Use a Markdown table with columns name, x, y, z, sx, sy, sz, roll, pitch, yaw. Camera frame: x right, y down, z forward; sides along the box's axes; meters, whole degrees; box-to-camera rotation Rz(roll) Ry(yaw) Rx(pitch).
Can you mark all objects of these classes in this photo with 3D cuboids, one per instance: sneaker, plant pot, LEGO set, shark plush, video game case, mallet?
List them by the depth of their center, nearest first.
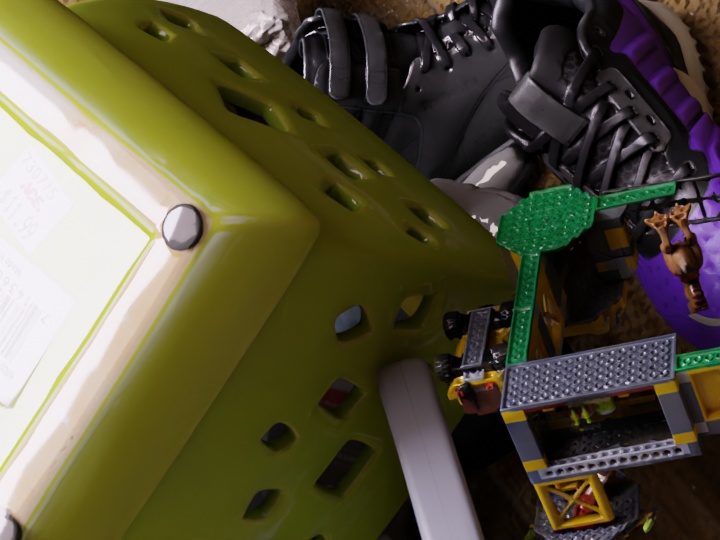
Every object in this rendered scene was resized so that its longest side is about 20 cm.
| name | x | y | z | sx | sy | sz | roll | pitch | yaw |
| --- | --- | --- | --- | --- | --- | --- | --- | --- | --- |
| LEGO set | 0.136 | 0.041 | 0.772 | 0.199 | 0.116 | 0.154 | -16 | 35 | 13 |
| video game case | 0.052 | 0.160 | 0.793 | 0.022 | 0.183 | 0.201 | -17 | 46 | 0 |
| plant pot | -0.088 | 0.016 | 0.840 | 0.200 | 0.181 | 0.199 | 39 | 101 | 27 |
| sneaker | 0.100 | -0.044 | 0.889 | 0.070 | 0.099 | 0.201 | -49 | 41 | 24 |
| mallet | 0.000 | 0.000 | 0.955 | 0.041 | 0.200 | 0.066 | -39 | -12 | -51 |
| shark plush | 0.011 | 0.021 | 1.012 | 0.200 | 0.091 | 0.084 | -34 | 76 | 32 |
| sneaker | 0.034 | -0.095 | 1.013 | 0.200 | 0.099 | 0.071 | -43 | 39 | 29 |

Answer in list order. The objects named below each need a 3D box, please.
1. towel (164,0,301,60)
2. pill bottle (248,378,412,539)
| name | x | y | z | sx | sy | sz | roll | pitch | yaw |
| --- | --- | --- | --- | --- | --- | --- | --- | --- | --- |
| towel | -0.105 | -0.087 | 1.151 | 0.200 | 0.034 | 0.133 | -43 | 32 | 20 |
| pill bottle | -0.041 | 0.146 | 0.963 | 0.114 | 0.114 | 0.201 | -16 | 59 | 49 |
